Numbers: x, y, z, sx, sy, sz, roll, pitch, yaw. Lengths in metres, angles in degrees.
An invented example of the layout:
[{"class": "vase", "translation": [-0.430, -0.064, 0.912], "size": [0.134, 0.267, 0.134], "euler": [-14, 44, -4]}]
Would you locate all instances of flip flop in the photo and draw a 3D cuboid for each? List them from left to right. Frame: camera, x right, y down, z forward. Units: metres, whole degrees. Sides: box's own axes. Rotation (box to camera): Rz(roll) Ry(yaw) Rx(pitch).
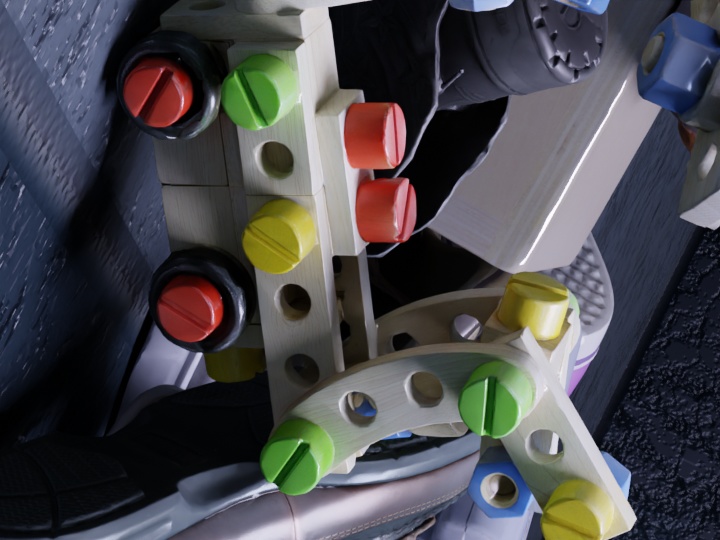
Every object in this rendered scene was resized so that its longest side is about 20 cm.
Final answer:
[{"class": "flip flop", "translation": [0.000, 0.000, 1.000], "size": [0.081, 0.058, 0.200], "euler": [-46, -160, 7]}]

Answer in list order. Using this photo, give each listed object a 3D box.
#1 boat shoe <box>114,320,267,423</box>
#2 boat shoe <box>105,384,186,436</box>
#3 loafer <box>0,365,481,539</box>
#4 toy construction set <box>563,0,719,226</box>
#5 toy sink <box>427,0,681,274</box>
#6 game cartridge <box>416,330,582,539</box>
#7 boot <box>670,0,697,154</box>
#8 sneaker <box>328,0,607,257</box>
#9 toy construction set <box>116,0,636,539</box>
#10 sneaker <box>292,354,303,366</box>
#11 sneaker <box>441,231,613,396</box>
[{"class": "boat shoe", "translation": [-0.051, 0.071, 0.960], "size": [0.200, 0.066, 0.070], "euler": [-66, 171, 7]}, {"class": "boat shoe", "translation": [-0.099, 0.121, 0.868], "size": [0.200, 0.071, 0.070], "euler": [-52, 136, -15]}, {"class": "loafer", "translation": [-0.043, 0.074, 0.835], "size": [0.200, 0.072, 0.063], "euler": [-12, 118, -40]}, {"class": "toy construction set", "translation": [0.037, -0.096, 0.670], "size": [0.092, 0.200, 0.131], "euler": [-54, -167, -2]}, {"class": "toy sink", "translation": [0.063, -0.112, 0.972], "size": [0.200, 0.112, 0.130], "euler": [-61, 171, 8]}, {"class": "game cartridge", "translation": [0.035, 0.110, 1.008], "size": [0.133, 0.041, 0.200], "euler": [-62, 168, -45]}, {"class": "boot", "translation": [0.170, -0.116, 0.973], "size": [0.188, 0.068, 0.200], "euler": [-61, 171, 4]}, {"class": "sneaker", "translation": [0.016, -0.110, 0.864], "size": [0.060, 0.104, 0.200], "euler": [9, 72, -50]}, {"class": "toy construction set", "translation": [0.009, -0.023, 0.782], "size": [0.092, 0.131, 0.200], "euler": [-19, 109, -68]}, {"class": "sneaker", "translation": [-0.005, 0.058, 1.141], "size": [0.075, 0.081, 0.200], "euler": [-63, 169, 7]}, {"class": "sneaker", "translation": [0.043, -0.005, 1.127], "size": [0.201, 0.073, 0.114], "euler": [-91, -165, -47]}]
